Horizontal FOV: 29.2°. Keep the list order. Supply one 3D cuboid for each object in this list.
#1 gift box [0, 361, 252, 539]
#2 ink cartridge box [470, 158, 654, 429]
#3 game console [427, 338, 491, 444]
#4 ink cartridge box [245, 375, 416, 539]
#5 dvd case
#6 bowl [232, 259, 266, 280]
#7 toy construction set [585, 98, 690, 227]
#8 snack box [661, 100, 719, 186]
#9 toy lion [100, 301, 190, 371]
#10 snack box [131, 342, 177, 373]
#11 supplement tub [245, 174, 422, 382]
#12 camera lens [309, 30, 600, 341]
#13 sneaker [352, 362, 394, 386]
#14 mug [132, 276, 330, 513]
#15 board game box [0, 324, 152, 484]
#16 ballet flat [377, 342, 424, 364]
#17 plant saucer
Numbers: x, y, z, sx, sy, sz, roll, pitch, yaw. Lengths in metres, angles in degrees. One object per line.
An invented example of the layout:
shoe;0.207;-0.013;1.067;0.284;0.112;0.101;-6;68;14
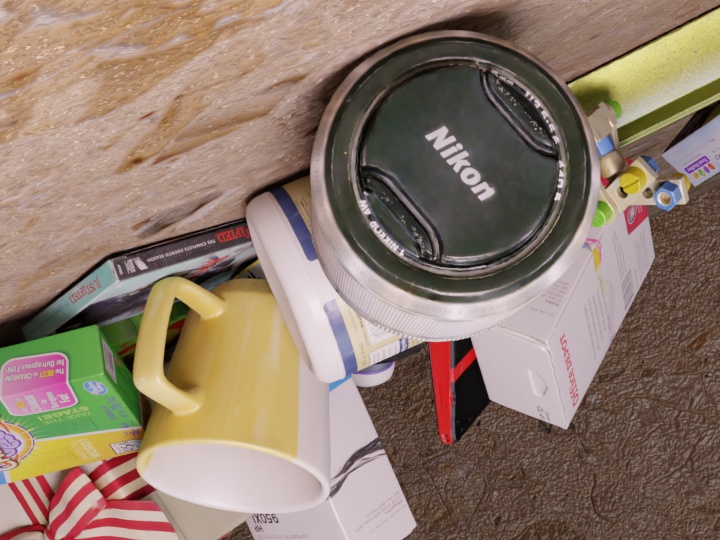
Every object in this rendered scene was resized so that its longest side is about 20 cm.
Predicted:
gift box;-0.204;0.209;1.196;0.185;0.200;0.186;-44;168;29
ink cartridge box;0.181;0.013;1.223;0.201;0.085;0.148;-57;149;-24
game console;0.118;0.034;1.245;0.031;0.178;0.200;18;-140;28
ink cartridge box;-0.055;0.168;1.254;0.084;0.201;0.144;-31;-169;-39
dvd case;-0.147;0.003;1.074;0.199;0.022;0.146;-21;172;-45
bowl;0.000;0.000;1.177;0.200;0.095;0.201;-30;179;-1
toy construction set;0.149;-0.064;1.099;0.200;0.131;0.092;-34;-175;34
snack box;0.380;-0.170;1.284;0.142;0.053;0.200;-47;-178;-22
toy lion;-0.226;0.073;1.206;0.191;0.069;0.200;-31;173;-3
snack box;-0.143;0.067;1.286;0.199;0.024;0.072;-27;-161;34
supplement tub;0.032;-0.021;0.996;0.199;0.145;0.144;-23;173;-7
camera lens;0.049;-0.042;0.824;0.159;0.161;0.200;-24;173;-5
sneaker;-0.047;0.019;1.366;0.199;0.147;0.080;22;-138;31
mug;-0.087;0.084;1.061;0.148;0.154;0.187;7;152;1
board game box;-0.268;0.112;1.034;0.199;0.041;0.153;-14;152;1
ballet flat;-0.028;0.050;1.279;0.199;0.057;0.067;2;144;31
plant saucer;0.257;-0.155;1.177;0.199;0.048;0.200;-26;173;13
